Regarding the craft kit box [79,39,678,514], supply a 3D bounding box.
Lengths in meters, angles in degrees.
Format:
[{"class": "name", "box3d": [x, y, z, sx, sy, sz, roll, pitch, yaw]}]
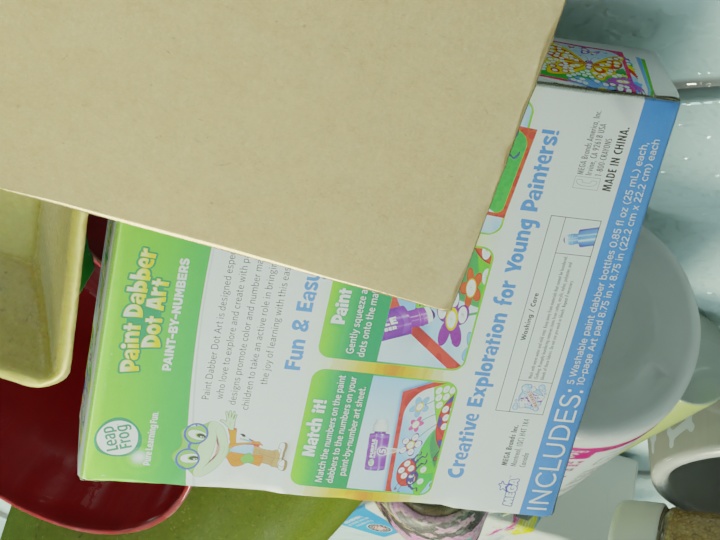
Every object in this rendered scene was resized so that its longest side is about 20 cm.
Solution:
[{"class": "craft kit box", "box3d": [0.000, 0.000, 0.749, 0.196, 0.049, 0.201, 5, 122, -14]}]

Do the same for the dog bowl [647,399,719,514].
[{"class": "dog bowl", "box3d": [0.249, 0.100, 1.063, 0.199, 0.059, 0.200, 9, 160, 3]}]

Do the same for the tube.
[{"class": "tube", "box3d": [0.128, 0.077, 1.053, 0.058, 0.052, 0.200, -21, 169, -27]}]

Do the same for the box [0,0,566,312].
[{"class": "box", "box3d": [-0.045, -0.077, 0.584, 0.199, 0.021, 0.164, 15, 129, -4]}]

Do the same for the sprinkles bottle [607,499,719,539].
[{"class": "sprinkles bottle", "box3d": [0.236, 0.169, 1.069, 0.199, 0.069, 0.068, 4, 158, 18]}]

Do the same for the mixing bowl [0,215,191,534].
[{"class": "mixing bowl", "box3d": [-0.132, 0.014, 0.916, 0.199, 0.108, 0.201, 19, 133, 22]}]

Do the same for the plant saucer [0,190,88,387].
[{"class": "plant saucer", "box3d": [-0.178, -0.072, 0.667, 0.199, 0.049, 0.201, 17, 129, 4]}]

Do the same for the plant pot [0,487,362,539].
[{"class": "plant pot", "box3d": [-0.111, 0.130, 1.048, 0.187, 0.200, 0.187, 32, 163, 11]}]

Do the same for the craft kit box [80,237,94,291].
[{"class": "craft kit box", "box3d": [-0.212, -0.078, 0.732, 0.199, 0.049, 0.198, 5, 129, 15]}]

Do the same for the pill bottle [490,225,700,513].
[{"class": "pill bottle", "box3d": [0.080, 0.052, 0.946, 0.113, 0.114, 0.200, 14, 159, -6]}]

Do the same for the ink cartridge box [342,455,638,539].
[{"class": "ink cartridge box", "box3d": [0.097, 0.147, 1.246, 0.199, 0.068, 0.115, 19, 158, -18]}]

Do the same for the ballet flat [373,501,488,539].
[{"class": "ballet flat", "box3d": [-0.004, 0.055, 0.904, 0.069, 0.200, 0.071, -19, 144, -22]}]
